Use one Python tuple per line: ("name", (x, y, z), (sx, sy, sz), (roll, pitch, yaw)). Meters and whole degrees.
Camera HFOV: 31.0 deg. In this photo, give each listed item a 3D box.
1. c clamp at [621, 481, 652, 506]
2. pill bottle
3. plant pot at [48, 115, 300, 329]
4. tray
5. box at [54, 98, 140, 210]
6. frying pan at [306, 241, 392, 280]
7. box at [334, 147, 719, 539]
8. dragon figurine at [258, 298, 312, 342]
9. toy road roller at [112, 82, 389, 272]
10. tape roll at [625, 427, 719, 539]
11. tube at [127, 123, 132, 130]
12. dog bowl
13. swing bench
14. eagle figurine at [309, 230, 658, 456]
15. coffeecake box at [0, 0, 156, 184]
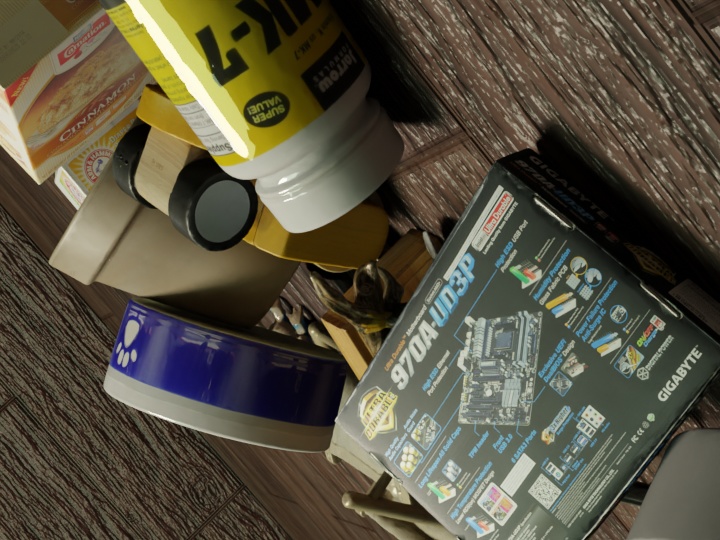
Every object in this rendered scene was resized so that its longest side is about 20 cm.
("c clamp", (0.151, 0.136, 0.852), (0.169, 0.027, 0.200), (17, 174, -5))
("pill bottle", (-0.064, -0.130, 0.784), (0.201, 0.114, 0.114), (54, 163, -22))
("plant pot", (-0.134, -0.045, 1.076), (0.173, 0.201, 0.200), (33, 166, -10))
("tray", (0.056, 0.077, 0.979), (0.037, 0.099, 0.201), (25, 152, 50))
("box", (-0.210, -0.059, 1.336), (0.201, 0.112, 0.101), (50, 164, -5))
("frying pan", (0.012, 0.013, 1.070), (0.115, 0.031, 0.190), (48, 168, 1))
("box", (0.093, 0.061, 0.720), (0.159, 0.046, 0.201), (41, 120, 19))
("dragon figurine", (-0.067, 0.090, 1.408), (0.100, 0.059, 0.199), (55, 163, -23))
("toy road roller", (-0.065, -0.091, 0.923), (0.198, 0.148, 0.123), (12, -167, -41))
("tape roll", (0.237, 0.159, 0.661), (0.198, 0.067, 0.201), (27, 163, 9))
("tube", (-0.186, -0.053, 1.217), (0.058, 0.052, 0.202), (20, -135, -38))
("dog bowl", (-0.112, 0.087, 1.097), (0.197, 0.080, 0.200), (16, 179, 0))
("swing bench", (0.031, 0.174, 1.221), (0.200, 0.130, 0.198), (42, 169, -35))
("eagle figurine", (0.089, 0.045, 0.829), (0.198, 0.153, 0.151), (-4, 179, 29))
("coffeecake box", (-0.243, -0.178, 1.064), (0.073, 0.153, 0.200), (44, 164, 7))
